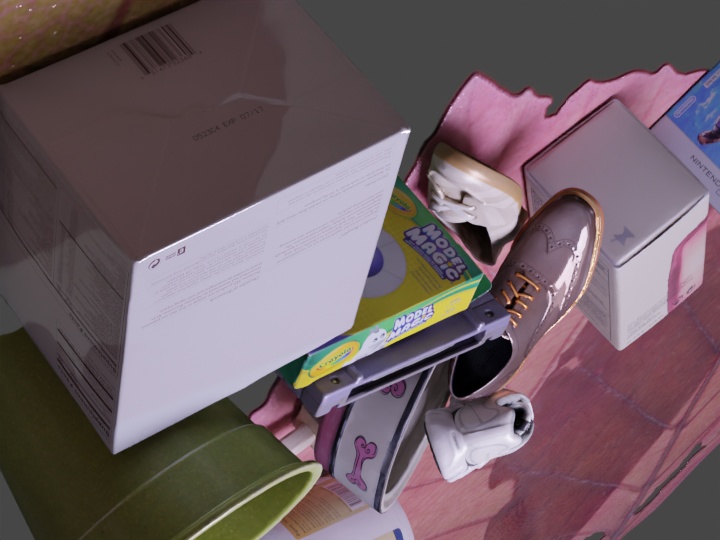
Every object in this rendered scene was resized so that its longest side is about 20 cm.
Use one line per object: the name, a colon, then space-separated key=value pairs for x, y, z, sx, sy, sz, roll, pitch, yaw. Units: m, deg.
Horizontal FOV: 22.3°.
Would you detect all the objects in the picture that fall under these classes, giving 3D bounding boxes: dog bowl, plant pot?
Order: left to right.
plant pot: x=-0.161 y=0.117 z=1.200 sx=0.200 sy=0.190 sz=0.200 roll=-37 pitch=167 yaw=-10
dog bowl: x=0.028 y=0.102 z=1.556 sx=0.200 sy=0.074 sz=0.201 roll=24 pitch=90 yaw=-80

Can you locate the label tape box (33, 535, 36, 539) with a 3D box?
label tape box: x=-0.195 y=0.267 z=1.409 sx=0.063 sy=0.201 sz=0.144 roll=-18 pitch=155 yaw=-3

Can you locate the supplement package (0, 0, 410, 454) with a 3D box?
supplement package: x=-0.102 y=-0.034 z=1.096 sx=0.191 sy=0.147 sz=0.200 roll=-27 pitch=154 yaw=-28

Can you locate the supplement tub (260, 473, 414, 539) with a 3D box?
supplement tub: x=-0.060 y=0.282 z=1.729 sx=0.200 sy=0.144 sz=0.145 roll=-17 pitch=148 yaw=-43

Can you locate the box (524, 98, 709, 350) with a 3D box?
box: x=0.229 y=-0.037 z=1.630 sx=0.109 sy=0.128 sz=0.200 roll=-37 pitch=157 yaw=-8

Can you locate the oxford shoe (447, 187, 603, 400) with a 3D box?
oxford shoe: x=0.134 y=0.025 z=1.479 sx=0.200 sy=0.071 sz=0.073 roll=-63 pitch=168 yaw=20

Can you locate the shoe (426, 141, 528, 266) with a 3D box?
shoe: x=0.093 y=-0.050 z=1.462 sx=0.054 sy=0.070 sz=0.200 roll=-61 pitch=160 yaw=-5

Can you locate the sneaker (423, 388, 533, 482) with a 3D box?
sneaker: x=0.115 y=0.131 z=1.578 sx=0.081 sy=0.075 sz=0.200 roll=-20 pitch=-177 yaw=15

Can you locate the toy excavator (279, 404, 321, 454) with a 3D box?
toy excavator: x=-0.108 y=0.175 z=1.558 sx=0.194 sy=0.100 sz=0.200 roll=-42 pitch=171 yaw=0

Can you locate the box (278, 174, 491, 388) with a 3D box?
box: x=0.000 y=0.000 z=1.355 sx=0.200 sy=0.117 sz=0.048 roll=-23 pitch=152 yaw=-37

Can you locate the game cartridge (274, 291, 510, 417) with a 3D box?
game cartridge: x=0.004 y=0.028 z=1.394 sx=0.200 sy=0.130 sz=0.038 roll=-21 pitch=151 yaw=-39

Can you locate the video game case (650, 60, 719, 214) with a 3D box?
video game case: x=0.390 y=-0.127 z=1.649 sx=0.200 sy=0.181 sz=0.045 roll=-45 pitch=156 yaw=10
